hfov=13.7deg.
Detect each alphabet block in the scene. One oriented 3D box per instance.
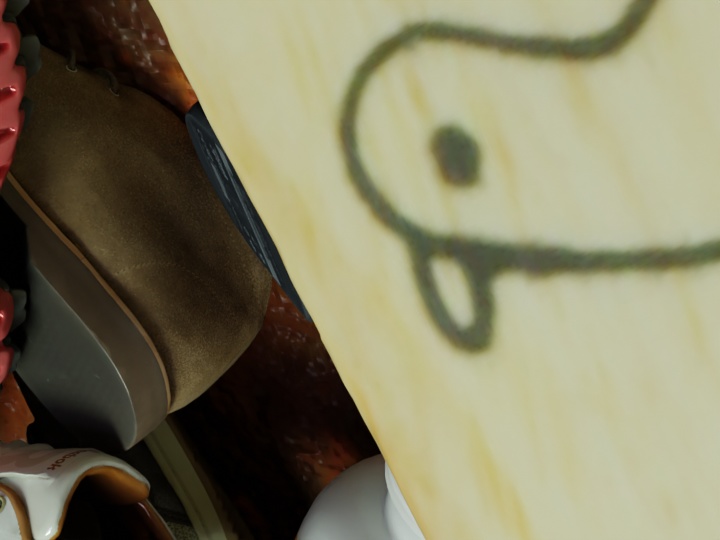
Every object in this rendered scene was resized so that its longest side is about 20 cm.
[{"bbox_3d":[0.097,-0.057,0.616,0.195,0.196,0.201,-30,86,31],"label":"alphabet block"}]

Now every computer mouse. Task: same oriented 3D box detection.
[{"bbox_3d":[0.000,0.000,0.825,0.200,0.034,0.059,52,167,52],"label":"computer mouse"}]

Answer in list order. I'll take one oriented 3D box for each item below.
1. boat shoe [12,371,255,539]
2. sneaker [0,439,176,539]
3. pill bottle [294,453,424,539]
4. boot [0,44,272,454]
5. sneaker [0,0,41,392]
[{"bbox_3d":[-0.078,0.080,0.975,0.200,0.065,0.073,58,172,-22],"label":"boat shoe"},{"bbox_3d":[-0.110,0.069,0.910,0.200,0.073,0.085,33,125,20],"label":"sneaker"},{"bbox_3d":[0.020,0.127,0.923,0.112,0.113,0.201,28,121,8],"label":"pill bottle"},{"bbox_3d":[-0.105,-0.044,0.909,0.200,0.075,0.074,54,148,2],"label":"boot"},{"bbox_3d":[-0.142,-0.026,0.823,0.071,0.098,0.201,35,137,30],"label":"sneaker"}]
